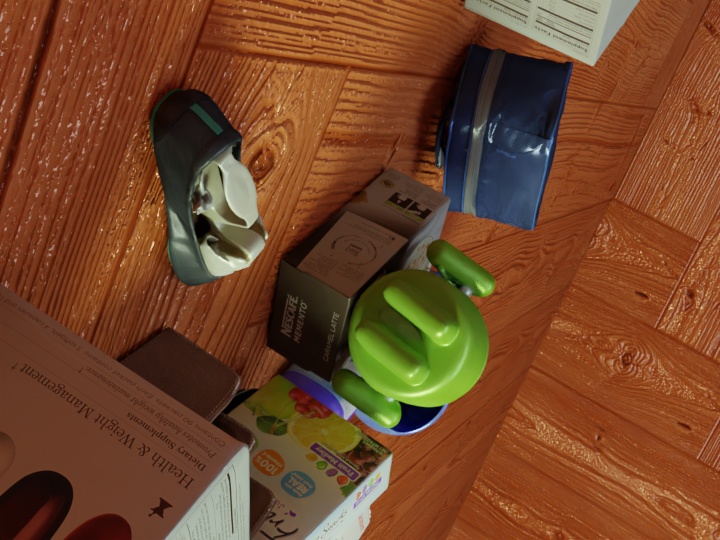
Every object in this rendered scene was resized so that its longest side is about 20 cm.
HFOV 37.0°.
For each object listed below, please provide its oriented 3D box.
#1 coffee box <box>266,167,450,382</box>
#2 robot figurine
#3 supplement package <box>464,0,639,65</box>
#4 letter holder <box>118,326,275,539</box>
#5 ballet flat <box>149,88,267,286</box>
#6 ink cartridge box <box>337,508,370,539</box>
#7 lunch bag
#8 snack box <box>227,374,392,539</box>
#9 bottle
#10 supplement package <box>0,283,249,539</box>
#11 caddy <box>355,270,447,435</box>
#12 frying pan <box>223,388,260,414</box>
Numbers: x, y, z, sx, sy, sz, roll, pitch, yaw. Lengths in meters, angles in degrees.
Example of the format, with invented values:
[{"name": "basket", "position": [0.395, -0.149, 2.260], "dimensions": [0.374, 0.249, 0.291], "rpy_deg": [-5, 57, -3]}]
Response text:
[{"name": "coffee box", "position": [0.000, 0.000, 1.062], "dimensions": [0.200, 0.079, 0.116], "rpy_deg": [-43, 155, -46]}, {"name": "robot figurine", "position": [0.057, 0.065, 0.994], "dimensions": [0.177, 0.115, 0.200], "rpy_deg": [-56, 162, 1]}, {"name": "supplement package", "position": [0.205, -0.338, 1.013], "dimensions": [0.152, 0.149, 0.201], "rpy_deg": [-52, 160, -30]}, {"name": "letter holder", "position": [-0.152, 0.155, 0.760], "dimensions": [0.200, 0.141, 0.102], "rpy_deg": [-39, 152, -51]}, {"name": "ballet flat", "position": [-0.099, -0.039, 0.739], "dimensions": [0.073, 0.072, 0.201], "rpy_deg": [-51, 160, -28]}, {"name": "ink cartridge box", "position": [-0.075, 0.366, 1.402], "dimensions": [0.201, 0.084, 0.145], "rpy_deg": [-53, 161, -22]}, {"name": "lunch bag", "position": [0.151, -0.145, 1.197], "dimensions": [0.201, 0.130, 0.137], "rpy_deg": [90, 17, -55]}, {"name": "snack box", "position": [-0.085, 0.191, 0.925], "dimensions": [0.199, 0.141, 0.054], "rpy_deg": [-36, 145, -40]}, {"name": "bottle", "position": [-0.012, 0.098, 1.173], "dimensions": [0.200, 0.083, 0.066], "rpy_deg": [-44, 156, -42]}, {"name": "supplement package", "position": [-0.190, 0.150, 0.562], "dimensions": [0.200, 0.190, 0.148], "rpy_deg": [-49, 159, -35]}, {"name": "caddy", "position": [0.061, 0.097, 1.291], "dimensions": [0.202, 0.140, 0.105], "rpy_deg": [-63, 168, 5]}, {"name": "frying pan", "position": [-0.144, 0.157, 0.973], "dimensions": [0.189, 0.031, 0.116], "rpy_deg": [6, 108, -59]}]
